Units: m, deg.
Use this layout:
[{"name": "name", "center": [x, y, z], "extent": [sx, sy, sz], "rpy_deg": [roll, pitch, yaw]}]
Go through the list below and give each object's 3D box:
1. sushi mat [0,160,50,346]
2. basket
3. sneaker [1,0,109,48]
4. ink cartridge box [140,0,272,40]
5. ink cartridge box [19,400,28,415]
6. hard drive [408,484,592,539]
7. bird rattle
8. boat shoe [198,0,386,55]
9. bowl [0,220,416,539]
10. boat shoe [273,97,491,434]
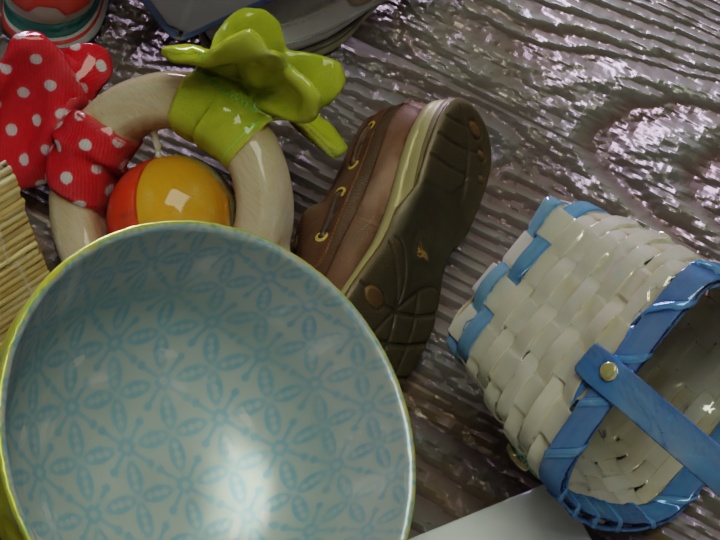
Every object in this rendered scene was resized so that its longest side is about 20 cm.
[{"name": "sushi mat", "center": [-0.228, 0.036, 0.958], "extent": [0.200, 0.096, 0.012], "rpy_deg": [-36, 42, -27]}, {"name": "basket", "center": [0.152, 0.065, 0.943], "extent": [0.200, 0.176, 0.139], "rpy_deg": [36, 97, 35]}, {"name": "sneaker", "center": [-0.158, -0.220, 1.128], "extent": [0.070, 0.094, 0.200], "rpy_deg": [7, 57, -4]}, {"name": "ink cartridge box", "center": [-0.063, -0.235, 1.117], "extent": [0.136, 0.076, 0.200], "rpy_deg": [-21, 46, 14]}, {"name": "ink cartridge box", "center": [-0.254, 0.080, 0.866], "extent": [0.087, 0.146, 0.200], "rpy_deg": [28, 64, 36]}, {"name": "hard drive", "center": [0.032, 0.188, 0.933], "extent": [0.199, 0.027, 0.132], "rpy_deg": [-20, 62, -19]}, {"name": "bird rattle", "center": [-0.105, -0.048, 1.008], "extent": [0.199, 0.113, 0.164], "rpy_deg": [-12, 85, 13]}, {"name": "boat shoe", "center": [-0.004, -0.179, 1.139], "extent": [0.200, 0.068, 0.075], "rpy_deg": [-31, 69, -23]}, {"name": "bowl", "center": [-0.086, 0.087, 0.913], "extent": [0.200, 0.108, 0.201], "rpy_deg": [11, 67, -29]}, {"name": "boat shoe", "center": [0.000, -0.001, 1.033], "extent": [0.067, 0.072, 0.200], "rpy_deg": [6, 59, 36]}]
